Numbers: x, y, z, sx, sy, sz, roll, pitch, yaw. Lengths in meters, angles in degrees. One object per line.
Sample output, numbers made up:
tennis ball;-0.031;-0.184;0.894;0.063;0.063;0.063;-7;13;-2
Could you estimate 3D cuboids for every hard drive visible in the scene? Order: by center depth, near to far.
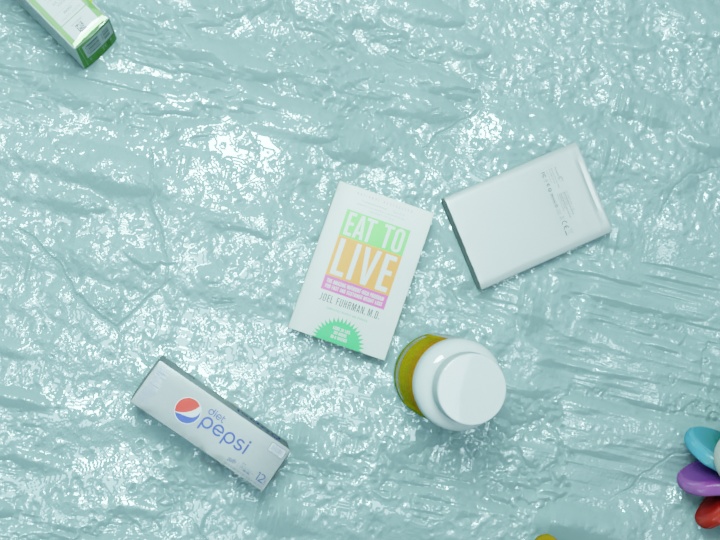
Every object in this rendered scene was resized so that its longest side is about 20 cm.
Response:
hard drive;0.223;-0.074;1.338;0.199;0.026;0.132;-23;93;-9

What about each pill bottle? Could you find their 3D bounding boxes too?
pill bottle;0.111;0.137;1.229;0.111;0.200;0.112;0;89;-9

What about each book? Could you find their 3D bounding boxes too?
book;0.000;0.000;1.296;0.133;0.048;0.201;19;88;-4

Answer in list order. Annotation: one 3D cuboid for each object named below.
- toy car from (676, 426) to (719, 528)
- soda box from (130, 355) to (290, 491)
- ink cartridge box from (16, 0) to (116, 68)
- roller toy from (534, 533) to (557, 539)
toy car;0.501;0.279;1.328;0.150;0.175;0.201;-21;93;28
soda box;-0.186;0.189;1.247;0.200;0.068;0.064;36;85;-7
ink cartridge box;-0.389;-0.344;1.205;0.200;0.104;0.059;45;83;-5
roller toy;0.276;0.451;1.262;0.139;0.200;0.183;-28;129;-8
